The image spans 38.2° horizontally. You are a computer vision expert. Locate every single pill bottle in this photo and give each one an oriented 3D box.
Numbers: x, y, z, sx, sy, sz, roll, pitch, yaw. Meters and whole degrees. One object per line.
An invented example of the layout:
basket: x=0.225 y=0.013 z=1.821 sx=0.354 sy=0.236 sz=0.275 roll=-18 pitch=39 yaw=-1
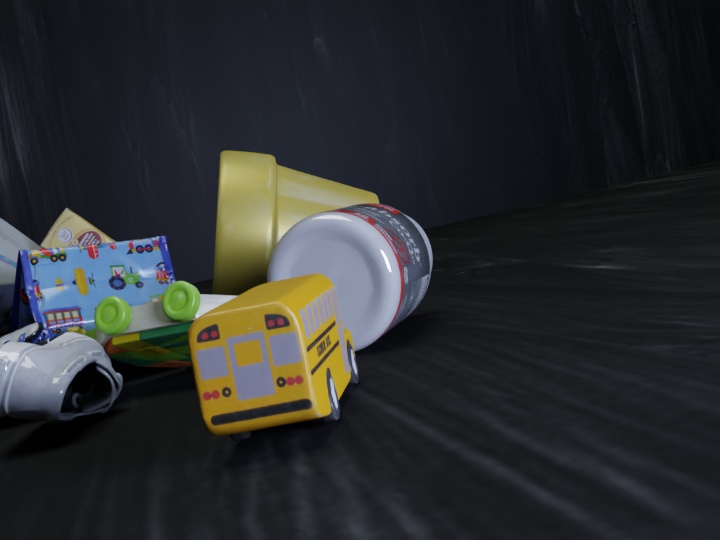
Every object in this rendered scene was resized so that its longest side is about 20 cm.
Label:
pill bottle: x=0.000 y=0.000 z=0.926 sx=0.114 sy=0.118 sz=0.200 roll=-11 pitch=4 yaw=16

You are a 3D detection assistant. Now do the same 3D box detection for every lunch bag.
lunch bag: x=-0.282 y=0.061 z=1.083 sx=0.148 sy=0.095 sz=0.201 roll=-7 pitch=-28 yaw=-28

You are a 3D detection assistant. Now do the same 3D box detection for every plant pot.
plant pot: x=-0.077 y=-0.031 z=1.211 sx=0.185 sy=0.205 sz=0.201 roll=3 pitch=1 yaw=-9

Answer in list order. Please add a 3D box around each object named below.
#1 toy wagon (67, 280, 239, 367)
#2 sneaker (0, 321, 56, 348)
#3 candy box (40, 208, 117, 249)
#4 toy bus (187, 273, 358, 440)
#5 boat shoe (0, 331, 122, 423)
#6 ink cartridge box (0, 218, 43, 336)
toy wagon: x=-0.173 y=0.057 z=0.934 sx=0.197 sy=0.040 sz=0.155 roll=-12 pitch=-19 yaw=19
sneaker: x=-0.320 y=0.087 z=0.888 sx=0.114 sy=0.082 sz=0.199 roll=-21 pitch=-2 yaw=30
candy box: x=-0.273 y=0.009 z=1.209 sx=0.057 sy=0.199 sz=0.117 roll=-56 pitch=13 yaw=-8
toy bus: x=-0.046 y=0.049 z=0.630 sx=0.064 sy=0.080 sz=0.200 roll=-12 pitch=4 yaw=6
boat shoe: x=-0.224 y=0.087 z=0.813 sx=0.067 sy=0.073 sz=0.200 roll=18 pitch=-9 yaw=5
ink cartridge box: x=-0.433 y=0.035 z=1.115 sx=0.144 sy=0.147 sz=0.200 roll=33 pitch=13 yaw=15
